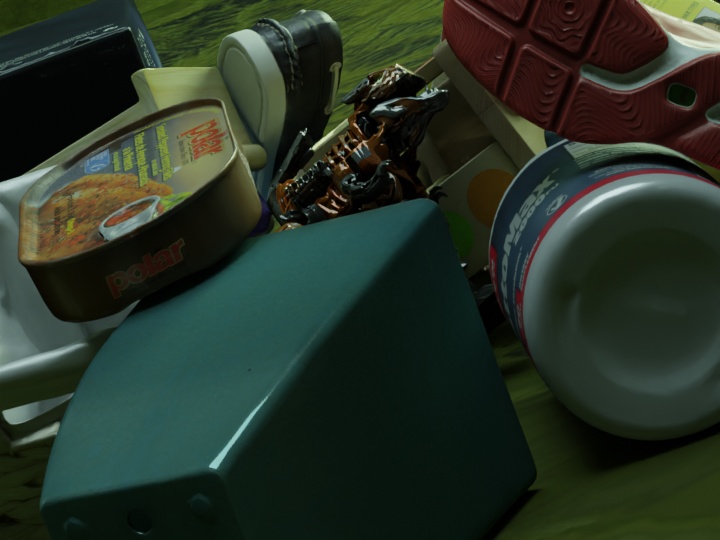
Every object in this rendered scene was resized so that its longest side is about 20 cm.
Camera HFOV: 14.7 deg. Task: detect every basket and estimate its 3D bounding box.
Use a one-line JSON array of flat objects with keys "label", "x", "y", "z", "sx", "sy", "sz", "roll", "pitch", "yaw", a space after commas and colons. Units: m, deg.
[{"label": "basket", "x": -0.133, "y": 0.041, "z": 1.411, "sx": 0.135, "sy": 0.124, "sz": 0.200, "roll": -16, "pitch": 30, "yaw": 12}]

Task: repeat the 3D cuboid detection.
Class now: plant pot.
[{"label": "plant pot", "x": -0.040, "y": 0.082, "z": 1.177, "sx": 0.141, "sy": 0.142, "sz": 0.200, "roll": -13, "pitch": 17, "yaw": 28}]

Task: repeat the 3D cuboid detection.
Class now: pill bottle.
[{"label": "pill bottle", "x": 0.122, "y": -0.002, "z": 1.316, "sx": 0.119, "sy": 0.120, "sz": 0.200, "roll": -20, "pitch": 12, "yaw": -1}]

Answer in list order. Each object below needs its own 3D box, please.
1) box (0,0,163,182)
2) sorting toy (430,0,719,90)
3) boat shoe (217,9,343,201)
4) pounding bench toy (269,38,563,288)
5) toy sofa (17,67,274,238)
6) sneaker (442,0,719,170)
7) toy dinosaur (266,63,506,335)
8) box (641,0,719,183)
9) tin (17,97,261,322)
[{"label": "box", "x": -0.164, "y": -0.058, "z": 1.776, "sx": 0.123, "sy": 0.201, "sz": 0.198, "roll": -20, "pitch": 13, "yaw": -1}, {"label": "sorting toy", "x": 0.144, "y": -0.170, "z": 1.628, "sx": 0.199, "sy": 0.200, "sz": 0.070, "roll": 13, "pitch": 9, "yaw": 18}, {"label": "boat shoe", "x": -0.050, "y": -0.085, "z": 1.601, "sx": 0.060, "sy": 0.074, "sz": 0.200, "roll": -24, "pitch": -23, "yaw": -19}, {"label": "pounding bench toy", "x": 0.077, "y": -0.072, "z": 1.545, "sx": 0.156, "sy": 0.124, "sz": 0.200, "roll": -37, "pitch": 3, "yaw": 29}, {"label": "toy sofa", "x": -0.151, "y": -0.026, "z": 1.550, "sx": 0.199, "sy": 0.098, "sz": 0.083, "roll": -29, "pitch": -11, "yaw": 28}, {"label": "sneaker", "x": 0.139, "y": -0.086, "z": 1.296, "sx": 0.199, "sy": 0.079, "sz": 0.115, "roll": 27, "pitch": 7, "yaw": 17}, {"label": "toy dinosaur", "x": 0.000, "y": 0.000, "z": 1.426, "sx": 0.135, "sy": 0.201, "sz": 0.102, "roll": 29, "pitch": 24, "yaw": 27}, {"label": "box", "x": 0.155, "y": -0.099, "z": 1.393, "sx": 0.199, "sy": 0.076, "sz": 0.050, "roll": 29, "pitch": 45, "yaw": 12}, {"label": "tin", "x": -0.102, "y": -0.030, "z": 1.304, "sx": 0.112, "sy": 0.042, "sz": 0.200, "roll": -30, "pitch": 17, "yaw": 3}]
